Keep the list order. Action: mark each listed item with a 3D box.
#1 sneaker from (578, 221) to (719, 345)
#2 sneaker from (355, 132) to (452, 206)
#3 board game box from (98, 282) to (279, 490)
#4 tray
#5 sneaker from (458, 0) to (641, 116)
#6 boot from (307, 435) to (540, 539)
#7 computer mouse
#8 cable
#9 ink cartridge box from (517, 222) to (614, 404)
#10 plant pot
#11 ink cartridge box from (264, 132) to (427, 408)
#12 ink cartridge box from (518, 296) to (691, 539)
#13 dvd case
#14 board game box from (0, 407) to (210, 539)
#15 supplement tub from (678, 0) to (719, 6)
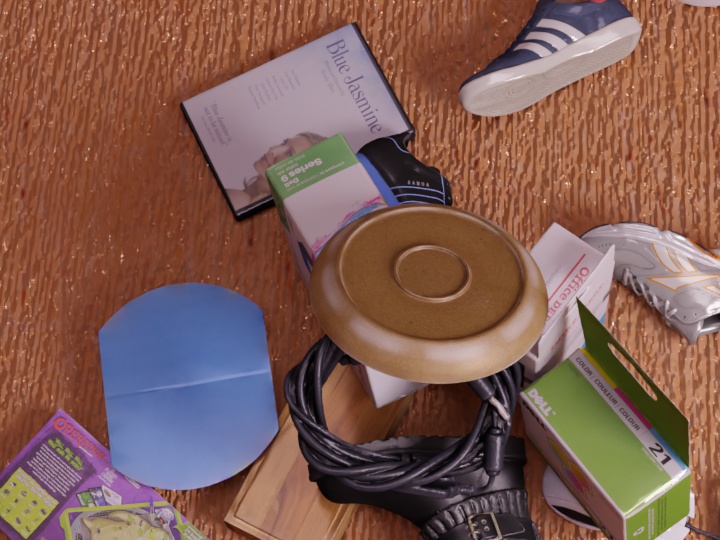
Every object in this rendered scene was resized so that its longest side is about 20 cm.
[{"bbox_3d":[0.290,0.017,1.548,0.199,0.076,0.092,13,75,11],"label":"sneaker"},{"bbox_3d":[0.064,-0.046,1.591,0.078,0.070,0.200,-28,74,-19],"label":"sneaker"},{"bbox_3d":[-0.158,0.111,1.564,0.157,0.039,0.201,-10,68,1],"label":"board game box"},{"bbox_3d":[-0.034,0.165,1.535,0.098,0.037,0.201,24,73,14],"label":"tray"},{"bbox_3d":[0.174,-0.222,1.652,0.199,0.075,0.085,-24,70,-15],"label":"sneaker"},{"bbox_3d":[0.062,0.227,1.458,0.210,0.079,0.159,-1,70,-11],"label":"boot"},{"bbox_3d":[0.257,0.212,1.487,0.199,0.044,0.110,18,72,11],"label":"computer mouse"},{"bbox_3d":[0.035,0.105,1.391,0.199,0.051,0.164,13,100,-9],"label":"cable"},{"bbox_3d":[0.163,0.037,1.479,0.068,0.200,0.116,35,75,16],"label":"ink cartridge box"},{"bbox_3d":[0.058,0.009,1.377,0.199,0.028,0.201,3,45,-3],"label":"plant pot"},{"bbox_3d":[0.000,0.000,1.510,0.087,0.146,0.200,-26,52,-9],"label":"ink cartridge box"},{"bbox_3d":[0.201,0.132,1.393,0.076,0.200,0.148,-34,61,-8],"label":"ink cartridge box"},{"bbox_3d":[-0.063,-0.150,1.670,0.199,0.018,0.143,-26,68,-6],"label":"dvd case"},{"bbox_3d":[-0.242,0.233,1.530,0.200,0.032,0.120,39,81,17],"label":"board game box"},{"bbox_3d":[0.345,-0.361,1.621,0.131,0.200,0.133,-2,69,5],"label":"supplement tub"}]
